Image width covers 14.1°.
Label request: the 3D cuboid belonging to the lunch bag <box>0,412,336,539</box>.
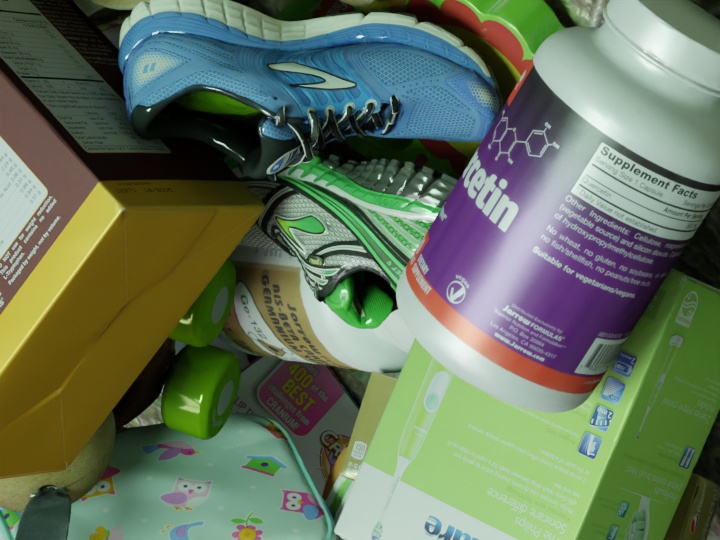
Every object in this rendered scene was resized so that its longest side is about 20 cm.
[{"bbox_3d":[-0.119,0.163,1.694,0.161,0.199,0.077,-122,27,-51],"label":"lunch bag"}]

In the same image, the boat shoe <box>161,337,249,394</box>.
[{"bbox_3d":[-0.100,0.086,1.950,0.200,0.071,0.070,52,149,-9],"label":"boat shoe"}]

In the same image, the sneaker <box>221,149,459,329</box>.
[{"bbox_3d":[-0.017,-0.017,1.548,0.078,0.086,0.200,22,172,-41],"label":"sneaker"}]

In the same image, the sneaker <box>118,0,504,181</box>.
[{"bbox_3d":[-0.026,-0.081,1.484,0.199,0.089,0.079,4,145,-2],"label":"sneaker"}]

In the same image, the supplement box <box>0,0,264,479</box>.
[{"bbox_3d":[-0.200,-0.028,1.520,0.200,0.133,0.197,47,112,21],"label":"supplement box"}]

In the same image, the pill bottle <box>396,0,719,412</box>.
[{"bbox_3d":[0.108,-0.038,1.407,0.112,0.112,0.200,39,110,24],"label":"pill bottle"}]

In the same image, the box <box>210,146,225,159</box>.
[{"bbox_3d":[-0.212,-0.123,1.831,0.200,0.123,0.199,5,124,51],"label":"box"}]

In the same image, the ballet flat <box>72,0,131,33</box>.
[{"bbox_3d":[-0.130,-0.161,1.609,0.076,0.199,0.064,62,-166,-17],"label":"ballet flat"}]

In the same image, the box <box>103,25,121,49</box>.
[{"bbox_3d":[-0.211,-0.111,1.696,0.200,0.041,0.156,30,115,-9],"label":"box"}]

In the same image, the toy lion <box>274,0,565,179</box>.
[{"bbox_3d":[0.041,-0.106,1.563,0.192,0.069,0.200,46,150,-2],"label":"toy lion"}]

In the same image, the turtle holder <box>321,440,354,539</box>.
[{"bbox_3d":[0.058,0.155,1.724,0.185,0.141,0.132,34,130,43],"label":"turtle holder"}]

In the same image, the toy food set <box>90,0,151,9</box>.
[{"bbox_3d":[-0.103,-0.230,1.525,0.200,0.049,0.199,-20,61,39],"label":"toy food set"}]

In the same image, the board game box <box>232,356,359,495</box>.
[{"bbox_3d":[-0.070,0.153,1.839,0.153,0.200,0.040,53,151,2],"label":"board game box"}]

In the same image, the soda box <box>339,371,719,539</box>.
[{"bbox_3d":[0.095,0.117,1.621,0.199,0.064,0.068,16,176,20],"label":"soda box"}]

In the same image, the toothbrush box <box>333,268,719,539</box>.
[{"bbox_3d":[0.096,0.080,1.523,0.145,0.201,0.086,23,179,39],"label":"toothbrush box"}]

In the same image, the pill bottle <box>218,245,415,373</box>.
[{"bbox_3d":[0.000,0.000,1.666,0.200,0.114,0.115,5,125,53],"label":"pill bottle"}]

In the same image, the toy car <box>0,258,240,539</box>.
[{"bbox_3d":[-0.182,0.073,1.640,0.164,0.200,0.158,17,139,16],"label":"toy car"}]
